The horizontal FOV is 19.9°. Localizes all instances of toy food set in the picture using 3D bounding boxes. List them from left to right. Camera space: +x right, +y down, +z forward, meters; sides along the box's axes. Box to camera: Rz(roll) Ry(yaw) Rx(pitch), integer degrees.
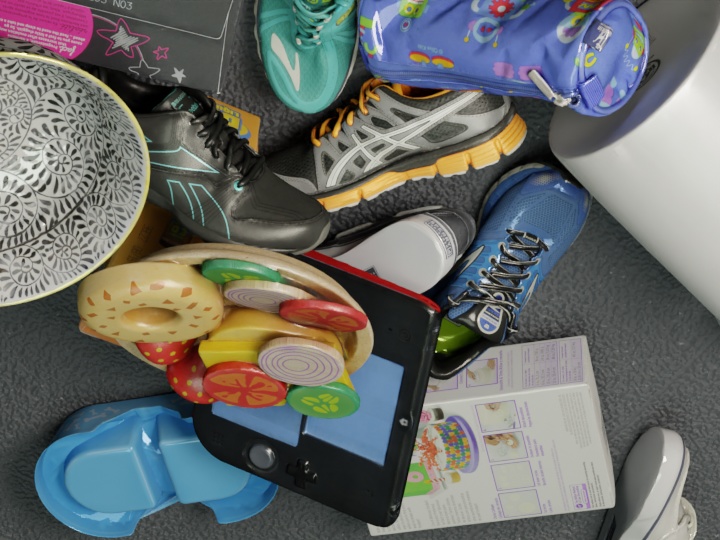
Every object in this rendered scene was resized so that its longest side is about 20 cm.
[{"bbox_3d":[-0.085,0.042,1.417,0.197,0.049,0.200,0,149,13],"label":"toy food set"}]

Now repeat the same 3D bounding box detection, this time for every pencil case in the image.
[{"bbox_3d":[0.088,-0.149,1.341,0.199,0.087,0.078,14,143,34],"label":"pencil case"}]

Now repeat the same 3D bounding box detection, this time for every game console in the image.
[{"bbox_3d":[-0.036,0.079,1.509,0.176,0.031,0.201,24,123,20],"label":"game console"}]

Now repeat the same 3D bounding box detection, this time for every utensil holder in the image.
[{"bbox_3d":[0.249,-0.072,1.383,0.200,0.170,0.170,41,119,-21],"label":"utensil holder"}]

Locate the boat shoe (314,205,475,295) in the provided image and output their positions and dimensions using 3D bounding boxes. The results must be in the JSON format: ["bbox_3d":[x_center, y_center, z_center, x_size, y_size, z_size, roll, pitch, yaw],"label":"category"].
[{"bbox_3d":[0.000,0.000,1.514,0.199,0.068,0.072,-26,94,38],"label":"boat shoe"}]

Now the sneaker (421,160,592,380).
[{"bbox_3d":[0.105,0.007,1.498,0.078,0.089,0.200,25,124,-15],"label":"sneaker"}]

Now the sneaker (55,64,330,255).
[{"bbox_3d":[-0.110,-0.073,1.386,0.199,0.076,0.080,23,120,0],"label":"sneaker"}]

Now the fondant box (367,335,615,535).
[{"bbox_3d":[0.089,0.130,1.598,0.199,0.058,0.145,-9,132,9],"label":"fondant box"}]

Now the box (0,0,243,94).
[{"bbox_3d":[-0.168,-0.219,1.342,0.199,0.115,0.133,13,124,-6],"label":"box"}]

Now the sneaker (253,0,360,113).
[{"bbox_3d":[-0.032,-0.189,1.374,0.077,0.080,0.201,8,127,-2],"label":"sneaker"}]

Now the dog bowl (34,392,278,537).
[{"bbox_3d":[-0.161,0.151,1.647,0.199,0.050,0.112,-9,125,10],"label":"dog bowl"}]

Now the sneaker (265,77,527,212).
[{"bbox_3d":[0.013,-0.099,1.445,0.199,0.078,0.078,-17,113,9],"label":"sneaker"}]

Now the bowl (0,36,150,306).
[{"bbox_3d":[-0.243,-0.082,1.331,0.199,0.094,0.202,-10,131,-12],"label":"bowl"}]

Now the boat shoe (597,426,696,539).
[{"bbox_3d":[0.237,0.205,1.643,0.065,0.072,0.201,8,127,-7],"label":"boat shoe"}]

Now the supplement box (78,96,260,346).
[{"bbox_3d":[-0.140,-0.033,1.504,0.066,0.069,0.200,23,126,-12],"label":"supplement box"}]
